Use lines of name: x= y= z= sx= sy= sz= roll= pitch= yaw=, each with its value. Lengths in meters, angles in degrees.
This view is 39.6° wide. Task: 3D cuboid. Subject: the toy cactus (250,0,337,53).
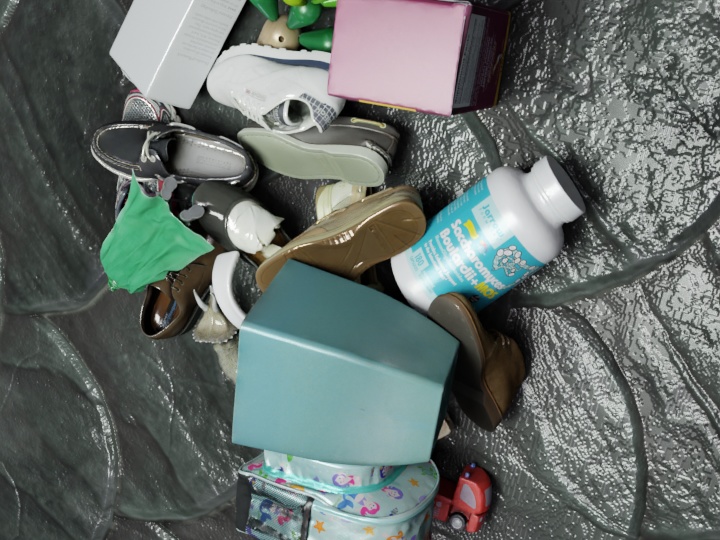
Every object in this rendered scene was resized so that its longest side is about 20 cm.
toy cactus: x=-0.069 y=-0.280 z=1.078 sx=0.197 sy=0.104 sz=0.164 roll=25 pitch=150 yaw=-23

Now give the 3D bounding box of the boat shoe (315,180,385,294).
boat shoe: x=0.001 y=-0.001 z=1.128 sx=0.062 sy=0.073 sz=0.205 roll=-11 pitch=87 yaw=19

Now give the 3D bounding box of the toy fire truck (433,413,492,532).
toy fire truck: x=0.066 y=0.201 z=1.153 sx=0.197 sy=0.049 sz=0.144 roll=19 pitch=107 yaw=16

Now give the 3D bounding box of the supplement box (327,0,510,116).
supplement box: x=0.064 y=-0.217 z=0.989 sx=0.128 sy=0.200 sz=0.105 roll=14 pitch=105 yaw=18

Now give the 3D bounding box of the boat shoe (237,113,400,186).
boat shoe: x=-0.047 y=-0.144 z=1.122 sx=0.198 sy=0.072 sz=0.061 roll=14 pitch=62 yaw=29

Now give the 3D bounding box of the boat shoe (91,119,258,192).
boat shoe: x=-0.213 y=-0.131 z=1.132 sx=0.196 sy=0.060 sz=0.075 roll=16 pitch=83 yaw=1

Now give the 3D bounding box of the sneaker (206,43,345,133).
sneaker: x=-0.101 y=-0.193 z=1.095 sx=0.197 sy=0.076 sz=0.082 roll=7 pitch=64 yaw=37

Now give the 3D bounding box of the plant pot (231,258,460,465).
plant pot: x=-0.008 y=0.103 z=0.998 sx=0.196 sy=0.142 sz=0.144 roll=14 pitch=120 yaw=10

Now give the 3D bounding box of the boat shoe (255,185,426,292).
boat shoe: x=-0.020 y=-0.028 z=1.070 sx=0.197 sy=0.065 sz=0.072 roll=-23 pitch=119 yaw=12

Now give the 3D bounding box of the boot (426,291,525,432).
boot: x=0.124 y=0.081 z=1.053 sx=0.073 sy=0.075 sz=0.202 roll=29 pitch=154 yaw=40

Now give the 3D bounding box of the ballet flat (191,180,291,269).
ballet flat: x=-0.101 y=-0.030 z=1.118 sx=0.200 sy=0.069 sz=0.068 roll=43 pitch=160 yaw=-30

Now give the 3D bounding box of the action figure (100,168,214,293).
action figure: x=-0.244 y=-0.028 z=1.125 sx=0.118 sy=0.055 sz=0.199 roll=47 pitch=136 yaw=-5

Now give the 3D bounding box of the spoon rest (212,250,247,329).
spoon rest: x=-0.092 y=0.060 z=1.134 sx=0.199 sy=0.061 sz=0.098 roll=41 pitch=150 yaw=-29

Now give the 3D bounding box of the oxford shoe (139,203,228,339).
oxford shoe: x=-0.209 y=-0.001 z=1.197 sx=0.072 sy=0.084 sz=0.203 roll=27 pitch=107 yaw=14

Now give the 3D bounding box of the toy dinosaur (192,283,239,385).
toy dinosaur: x=-0.134 y=0.109 z=1.180 sx=0.076 sy=0.102 sz=0.202 roll=-33 pitch=88 yaw=23

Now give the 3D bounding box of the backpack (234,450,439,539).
backpack: x=-0.014 y=0.232 z=1.067 sx=0.197 sy=0.177 sz=0.154 roll=20 pitch=110 yaw=24

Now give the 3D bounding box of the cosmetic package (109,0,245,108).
cosmetic package: x=-0.195 y=-0.297 z=1.122 sx=0.102 sy=0.073 sz=0.202 roll=48 pitch=116 yaw=33

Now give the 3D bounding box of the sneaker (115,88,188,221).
sneaker: x=-0.255 y=-0.114 z=1.195 sx=0.079 sy=0.075 sz=0.205 roll=3 pitch=101 yaw=19

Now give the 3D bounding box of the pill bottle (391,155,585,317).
pill bottle: x=0.135 y=-0.033 z=1.048 sx=0.199 sy=0.111 sz=0.112 roll=-37 pitch=87 yaw=23
